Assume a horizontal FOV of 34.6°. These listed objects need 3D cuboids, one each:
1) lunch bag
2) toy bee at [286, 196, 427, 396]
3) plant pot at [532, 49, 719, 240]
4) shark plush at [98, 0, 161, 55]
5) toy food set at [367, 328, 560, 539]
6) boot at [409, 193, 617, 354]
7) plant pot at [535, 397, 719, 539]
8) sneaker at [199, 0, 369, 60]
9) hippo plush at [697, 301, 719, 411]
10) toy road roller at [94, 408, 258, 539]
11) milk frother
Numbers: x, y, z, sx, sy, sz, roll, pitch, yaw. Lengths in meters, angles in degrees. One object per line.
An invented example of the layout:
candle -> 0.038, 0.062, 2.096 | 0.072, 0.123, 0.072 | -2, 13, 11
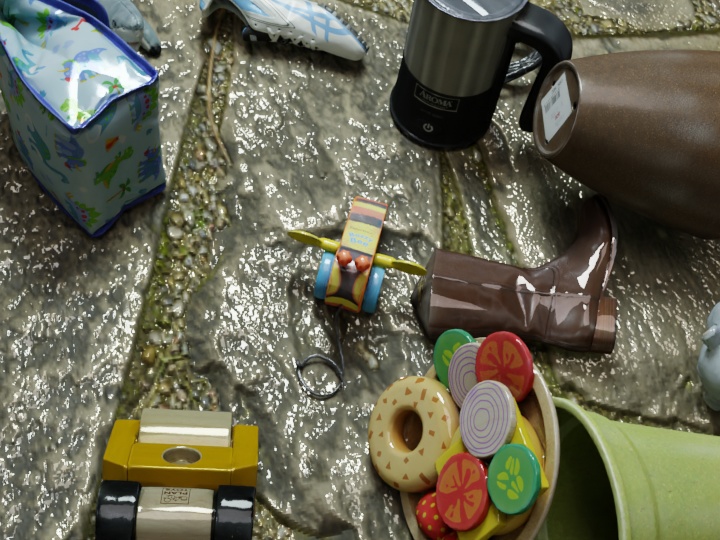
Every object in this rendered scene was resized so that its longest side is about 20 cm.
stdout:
lunch bag -> -0.282, -0.164, 1.104 | 0.199, 0.171, 0.127 | 40, 60, 20
toy bee -> 0.000, 0.000, 1.076 | 0.129, 0.109, 0.203 | -2, 57, -12
plant pot -> 0.276, -0.140, 1.136 | 0.197, 0.188, 0.189 | 9, 54, -18
shark plush -> -0.273, -0.306, 1.252 | 0.089, 0.084, 0.202 | -10, 59, -14
toy food set -> 0.088, 0.147, 0.947 | 0.048, 0.198, 0.202 | 14, 41, -35
boot -> 0.150, -0.008, 1.136 | 0.196, 0.065, 0.189 | 6, 54, 1
plant pot -> 0.234, 0.206, 0.940 | 0.181, 0.201, 0.203 | 3, 55, -20
sneaker -> -0.085, -0.274, 1.278 | 0.197, 0.072, 0.073 | 25, 90, 1
hippo plush -> 0.400, 0.096, 1.076 | 0.158, 0.161, 0.201 | -7, 35, 23
toy road roller -> -0.146, 0.212, 0.925 | 0.121, 0.149, 0.200 | 4, 19, -5
milk frother -> 0.132, -0.261, 1.219 | 0.177, 0.189, 0.203 | 8, 55, -4
